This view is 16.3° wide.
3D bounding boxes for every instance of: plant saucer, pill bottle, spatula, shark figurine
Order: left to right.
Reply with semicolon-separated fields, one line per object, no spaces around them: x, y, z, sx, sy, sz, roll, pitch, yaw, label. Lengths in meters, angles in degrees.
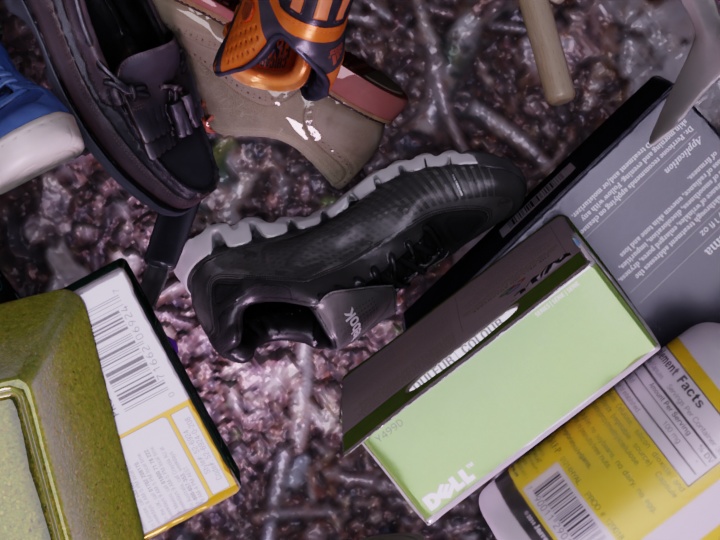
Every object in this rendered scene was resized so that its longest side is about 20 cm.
-0.206;0.129;1.193;0.199;0.048;0.200;-14;97;-2;plant saucer
-0.111;0.006;1.333;0.056;0.200;0.021;14;139;2;spatula
0.119;-0.179;1.233;0.089;0.128;0.215;-24;109;18;shark figurine
0.168;0.097;1.262;0.200;0.111;0.111;-38;96;5;pill bottle

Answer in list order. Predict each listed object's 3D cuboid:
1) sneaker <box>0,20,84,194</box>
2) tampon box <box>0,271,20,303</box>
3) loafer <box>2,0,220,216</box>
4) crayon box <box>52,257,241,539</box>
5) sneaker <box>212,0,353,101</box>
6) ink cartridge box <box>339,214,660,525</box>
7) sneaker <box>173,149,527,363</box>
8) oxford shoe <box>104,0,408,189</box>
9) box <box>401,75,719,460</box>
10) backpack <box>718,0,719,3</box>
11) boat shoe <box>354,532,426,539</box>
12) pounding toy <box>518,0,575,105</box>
-0.204;-0.092;1.294;0.077;0.200;0.111;-28;96;-12;sneaker
-0.217;0.088;1.339;0.126;0.150;0.200;-35;97;2;tampon box
-0.127;-0.119;1.302;0.063;0.072;0.200;-22;108;34;loafer
-0.176;0.096;1.241;0.200;0.052;0.126;-28;97;-1;crayon box
-0.049;-0.153;1.292;0.077;0.200;0.112;12;106;-15;sneaker
0.067;0.054;1.211;0.148;0.200;0.076;-37;96;5;ink cartridge box
0.000;0.000;1.357;0.200;0.067;0.091;-18;52;5;sneaker
-0.077;-0.111;1.358;0.200;0.070;0.075;29;103;-2;oxford shoe
0.154;0.029;1.361;0.200;0.104;0.182;-43;95;5;box
0.249;-0.161;1.299;0.127;0.200;0.167;-36;59;8;backpack
-0.046;0.208;1.397;0.199;0.075;0.066;-23;99;3;boat shoe
0.082;-0.220;1.308;0.184;0.142;0.200;34;95;-5;pounding toy
